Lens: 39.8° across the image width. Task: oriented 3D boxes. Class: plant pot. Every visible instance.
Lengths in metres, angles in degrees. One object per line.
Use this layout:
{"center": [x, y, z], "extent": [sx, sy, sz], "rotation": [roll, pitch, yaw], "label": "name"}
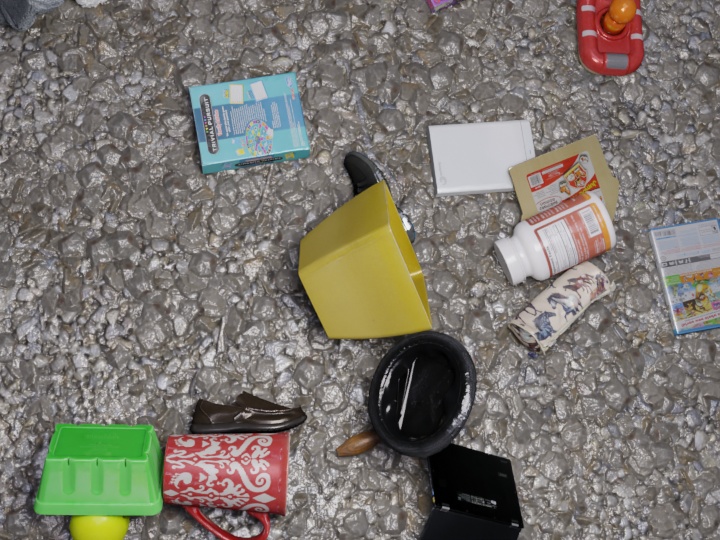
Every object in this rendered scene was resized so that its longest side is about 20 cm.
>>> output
{"center": [0.000, 0.000, 1.669], "extent": [0.174, 0.201, 0.202], "rotation": [-20, 116, 8], "label": "plant pot"}

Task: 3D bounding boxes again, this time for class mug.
{"center": [-0.215, 0.345, 1.602], "extent": [0.196, 0.134, 0.181], "rotation": [4, 67, -5], "label": "mug"}

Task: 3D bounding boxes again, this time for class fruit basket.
{"center": [-0.413, 0.361, 1.594], "extent": [0.211, 0.156, 0.219], "rotation": [-2, 119, -4], "label": "fruit basket"}

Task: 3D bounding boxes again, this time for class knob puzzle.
{"center": [0.384, -0.126, 1.840], "extent": [0.215, 0.030, 0.224], "rotation": [0, 96, -4], "label": "knob puzzle"}

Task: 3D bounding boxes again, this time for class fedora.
{"center": [0.109, 0.204, 1.606], "extent": [0.197, 0.092, 0.204], "rotation": [-8, 68, 21], "label": "fedora"}

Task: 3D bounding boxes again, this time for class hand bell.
{"center": [0.052, 0.272, 1.692], "extent": [0.197, 0.104, 0.106], "rotation": [-22, 79, 0], "label": "hand bell"}

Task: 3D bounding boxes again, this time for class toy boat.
{"center": [0.488, -0.482, 1.904], "extent": [0.128, 0.131, 0.204], "rotation": [1, 76, -7], "label": "toy boat"}

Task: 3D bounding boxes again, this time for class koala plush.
{"center": [-0.565, -0.534, 1.790], "extent": [0.199, 0.183, 0.179], "rotation": [-35, 91, -35], "label": "koala plush"}

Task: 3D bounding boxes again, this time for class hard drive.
{"center": [0.228, -0.211, 1.857], "extent": [0.196, 0.027, 0.134], "rotation": [-5, 77, -8], "label": "hard drive"}

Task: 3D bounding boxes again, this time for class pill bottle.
{"center": [0.344, -0.052, 1.775], "extent": [0.197, 0.112, 0.114], "rotation": [-24, 79, 0], "label": "pill bottle"}

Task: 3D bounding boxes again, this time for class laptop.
{"center": [0.164, 0.411, 1.663], "extent": [0.185, 0.116, 0.202], "rotation": [20, 44, -27], "label": "laptop"}

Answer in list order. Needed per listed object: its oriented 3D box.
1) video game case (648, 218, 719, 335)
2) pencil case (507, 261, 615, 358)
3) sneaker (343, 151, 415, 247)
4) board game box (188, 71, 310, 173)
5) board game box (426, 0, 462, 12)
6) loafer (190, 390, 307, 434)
{"center": [0.627, 0.010, 1.855], "extent": [0.140, 0.018, 0.204], "rotation": [-9, 77, -10], "label": "video game case"}
{"center": [0.361, 0.066, 1.775], "extent": [0.199, 0.078, 0.089], "rotation": [-39, 63, -15], "label": "pencil case"}
{"center": [0.019, -0.122, 1.784], "extent": [0.081, 0.073, 0.202], "rotation": [-30, 80, -12], "label": "sneaker"}
{"center": [-0.202, -0.269, 1.807], "extent": [0.196, 0.047, 0.154], "rotation": [-10, 77, -9], "label": "board game box"}
{"center": [0.150, -0.614, 1.949], "extent": [0.118, 0.032, 0.202], "rotation": [-22, 79, -16], "label": "board game box"}
{"center": [-0.187, 0.236, 1.666], "extent": [0.196, 0.073, 0.073], "rotation": [-2, 78, -7], "label": "loafer"}
